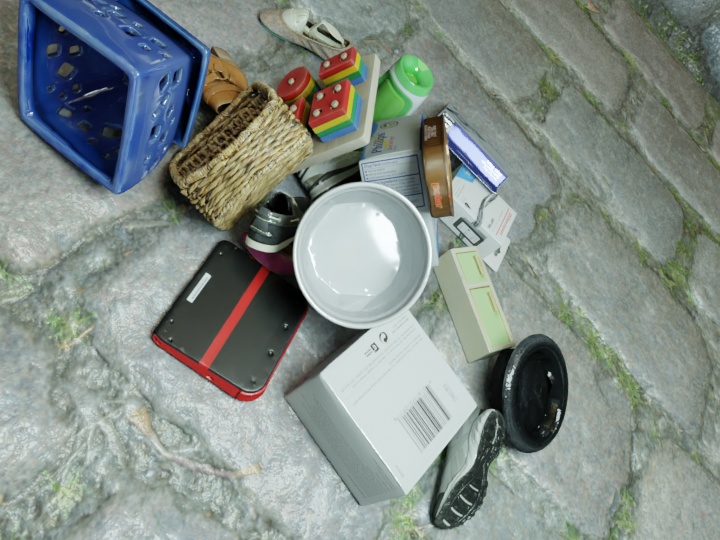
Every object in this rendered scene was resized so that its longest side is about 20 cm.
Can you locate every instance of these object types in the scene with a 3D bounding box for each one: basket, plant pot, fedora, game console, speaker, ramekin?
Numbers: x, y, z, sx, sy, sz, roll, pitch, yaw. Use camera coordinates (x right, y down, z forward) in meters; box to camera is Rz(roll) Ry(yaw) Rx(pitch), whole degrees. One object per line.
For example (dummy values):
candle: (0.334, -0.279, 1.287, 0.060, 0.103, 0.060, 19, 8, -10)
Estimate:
basket: (-0.186, -0.180, 0.871, 0.199, 0.143, 0.150, -41, 91, -1)
plant pot: (-0.331, -0.263, 0.819, 0.198, 0.202, 0.180, 36, 42, 6)
fedora: (0.283, 0.211, 1.042, 0.197, 0.091, 0.206, -1, 92, -36)
game console: (-0.180, 0.071, 0.870, 0.175, 0.031, 0.202, 34, 51, -7)
speaker: (0.051, -0.305, 1.105, 0.087, 0.200, 0.090, 15, 58, -25)
ramekin: (-0.001, -0.025, 0.861, 0.195, 0.105, 0.206, -1, 97, -5)

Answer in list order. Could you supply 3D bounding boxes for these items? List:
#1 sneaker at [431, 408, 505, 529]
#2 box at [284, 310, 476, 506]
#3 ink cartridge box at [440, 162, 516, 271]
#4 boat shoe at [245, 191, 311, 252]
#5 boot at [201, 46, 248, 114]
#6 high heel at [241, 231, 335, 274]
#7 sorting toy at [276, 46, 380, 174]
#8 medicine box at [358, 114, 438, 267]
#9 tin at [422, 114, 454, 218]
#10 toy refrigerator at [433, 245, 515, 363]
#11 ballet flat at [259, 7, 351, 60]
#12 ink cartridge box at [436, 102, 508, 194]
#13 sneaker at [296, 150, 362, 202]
sneaker: (0.164, 0.315, 0.948, 0.074, 0.079, 0.202, 44, 64, -29)
box: (0.032, 0.194, 0.876, 0.198, 0.130, 0.201, -36, 87, -40)
ink cartridge box: (0.248, -0.111, 1.221, 0.200, 0.068, 0.117, 43, 50, -8)
boat shoe: (-0.116, -0.090, 0.926, 0.070, 0.069, 0.200, 14, 22, 10)
boot: (-0.265, -0.311, 0.962, 0.197, 0.074, 0.156, -8, 57, -40)
high heel: (-0.084, -0.030, 0.926, 0.198, 0.097, 0.068, 32, 26, -9)
sorting toy: (-0.074, -0.280, 1.004, 0.070, 0.195, 0.204, 43, 44, -43)
medicine box: (0.070, -0.131, 0.992, 0.183, 0.100, 0.204, -79, 160, -58)
tin: (0.118, -0.158, 0.894, 0.202, 0.041, 0.114, -80, 157, -55)
toy refrigerator: (0.213, 0.060, 1.107, 0.075, 0.070, 0.204, -6, 69, -35)
ballet flat: (-0.103, -0.484, 1.184, 0.196, 0.067, 0.069, 20, 56, -24)
ink cartridge box: (0.238, -0.268, 1.266, 0.199, 0.041, 0.201, 44, 26, -8)
sneaker: (-0.041, -0.213, 1.077, 0.199, 0.075, 0.117, -34, 89, -38)
